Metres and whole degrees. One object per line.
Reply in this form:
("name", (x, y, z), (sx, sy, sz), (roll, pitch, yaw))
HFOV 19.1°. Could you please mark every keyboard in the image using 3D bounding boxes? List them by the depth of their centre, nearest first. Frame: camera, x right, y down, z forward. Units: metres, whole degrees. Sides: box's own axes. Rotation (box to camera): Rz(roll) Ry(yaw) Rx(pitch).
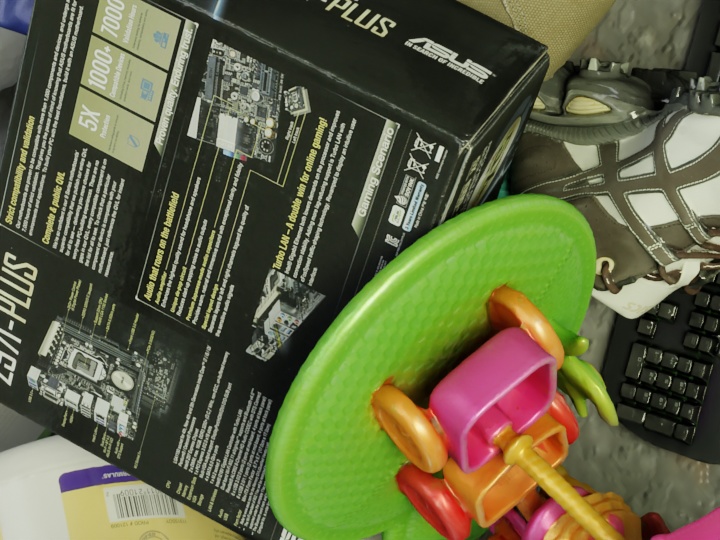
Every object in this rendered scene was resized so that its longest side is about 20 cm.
("keyboard", (0.159, -0.024, 0.805), (0.127, 0.021, 0.202), (16, 93, 43))

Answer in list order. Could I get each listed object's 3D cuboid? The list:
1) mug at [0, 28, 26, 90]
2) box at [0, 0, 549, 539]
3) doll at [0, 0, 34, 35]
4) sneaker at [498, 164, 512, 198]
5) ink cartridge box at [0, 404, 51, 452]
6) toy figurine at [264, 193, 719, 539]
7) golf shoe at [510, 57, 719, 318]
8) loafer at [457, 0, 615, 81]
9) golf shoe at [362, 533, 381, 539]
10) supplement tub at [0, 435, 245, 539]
("mug", (-0.233, -0.176, 1.087), (0.174, 0.148, 0.201), (-11, 109, 31))
("box", (-0.044, -0.018, 0.781), (0.163, 0.086, 0.201), (26, 125, 11))
("doll", (-0.084, -0.103, 0.838), (0.199, 0.048, 0.137), (23, 108, 14))
("sneaker", (0.000, 0.000, 0.906), (0.200, 0.083, 0.122), (-27, 71, 52))
("ink cartridge box", (-0.221, 0.052, 1.011), (0.146, 0.199, 0.048), (-49, 55, 23))
("toy figurine", (0.085, 0.102, 0.722), (0.150, 0.201, 0.184), (-38, 59, -15))
("golf shoe", (0.127, -0.025, 0.780), (0.200, 0.077, 0.095), (17, 101, 58))
("loafer", (0.016, -0.127, 0.823), (0.199, 0.076, 0.068), (28, 98, 44))
("golf shoe", (-0.017, 0.080, 0.911), (0.078, 0.097, 0.201), (-39, 82, 9))
("supplement tub", (-0.106, 0.184, 0.916), (0.145, 0.145, 0.201), (-32, 61, 33))
